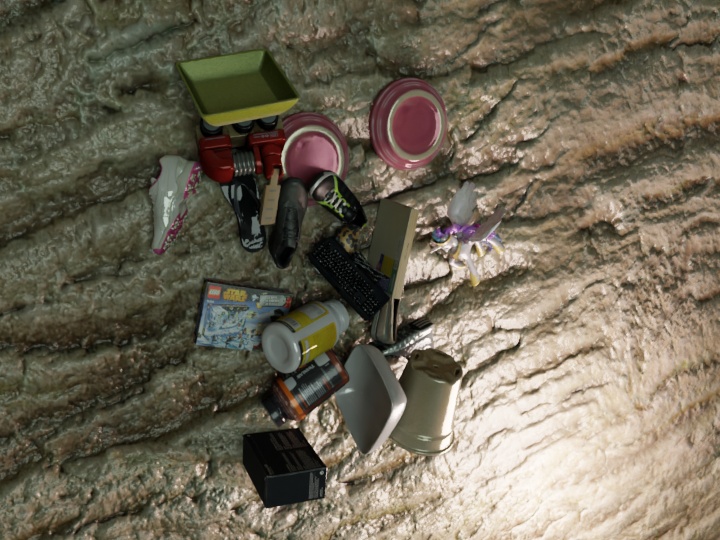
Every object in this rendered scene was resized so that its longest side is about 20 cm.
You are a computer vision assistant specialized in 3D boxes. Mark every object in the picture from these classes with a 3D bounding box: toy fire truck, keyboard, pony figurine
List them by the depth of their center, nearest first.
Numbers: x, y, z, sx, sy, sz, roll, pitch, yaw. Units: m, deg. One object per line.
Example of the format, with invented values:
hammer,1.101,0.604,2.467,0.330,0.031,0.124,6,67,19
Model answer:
toy fire truck,-0.228,-0.202,1.456,0.171,0.129,0.205,-11,76,-17
keyboard,-0.020,0.008,1.603,0.104,0.040,0.200,-44,89,6
pony figurine,0.264,-0.083,1.743,0.194,0.166,0.199,-50,133,3

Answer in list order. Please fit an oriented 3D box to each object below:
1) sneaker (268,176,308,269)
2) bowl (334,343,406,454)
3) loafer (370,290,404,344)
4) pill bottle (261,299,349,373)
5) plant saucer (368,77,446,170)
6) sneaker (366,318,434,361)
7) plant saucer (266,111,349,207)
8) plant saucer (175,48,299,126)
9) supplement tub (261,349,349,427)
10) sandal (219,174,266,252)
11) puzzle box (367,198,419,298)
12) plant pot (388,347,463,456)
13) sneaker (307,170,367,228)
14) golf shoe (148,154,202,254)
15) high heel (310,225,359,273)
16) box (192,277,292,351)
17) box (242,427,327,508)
sneaker,-0.147,-0.096,1.536,0.074,0.091,0.204,3,120,-14
bowl,0.030,0.288,1.669,0.073,0.202,0.203,-3,135,-32
loafer,0.078,0.071,1.715,0.071,0.062,0.206,3,103,-60
pill bottle,-0.114,0.135,1.597,0.198,0.110,0.115,-26,116,-47
plant saucer,0.116,-0.327,1.643,0.195,0.051,0.206,-7,106,-23
sneaker,0.102,0.207,1.770,0.196,0.075,0.118,-22,114,-20
plant saucer,-0.110,-0.235,1.569,0.195,0.051,0.206,-7,106,-23
plant saucer,-0.239,-0.349,1.417,0.195,0.201,0.049,-15,138,-20
supplement tub,-0.127,0.266,1.656,0.198,0.107,0.108,-36,115,-12
sandal,-0.239,-0.136,1.537,0.075,0.043,0.205,-24,112,-18
puzzle box,0.067,-0.052,1.653,0.025,0.132,0.206,6,102,-32
plant pot,0.154,0.295,1.721,0.195,0.201,0.188,3,118,-25
sneaker,-0.037,-0.146,1.561,0.072,0.083,0.199,-48,149,8
golf shoe,-0.387,-0.135,1.462,0.090,0.075,0.204,24,99,2
high heel,0.000,0.000,1.665,0.143,0.071,0.200,-46,108,-1
box,-0.255,0.100,1.591,0.195,0.040,0.141,10,100,-27
box,-0.173,0.434,1.625,0.138,0.199,0.081,1,104,-24
